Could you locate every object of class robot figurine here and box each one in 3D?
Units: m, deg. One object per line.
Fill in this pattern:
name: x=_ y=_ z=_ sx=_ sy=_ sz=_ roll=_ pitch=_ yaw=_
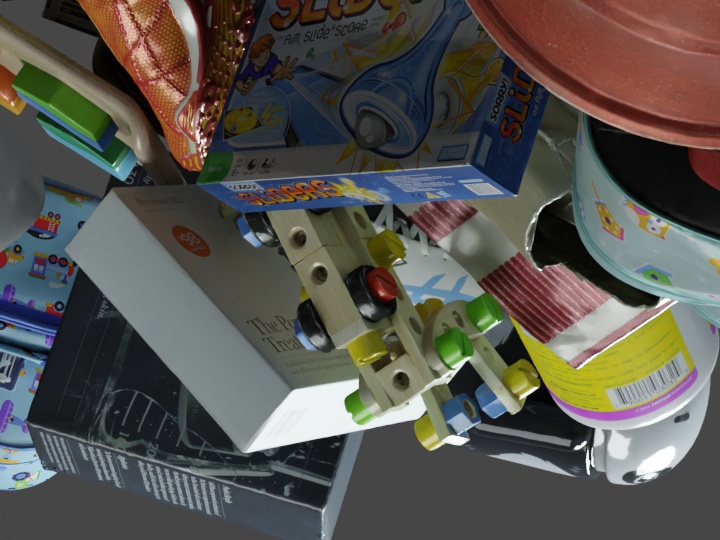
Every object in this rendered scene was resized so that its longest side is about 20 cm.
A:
robot figurine: x=0.119 y=0.065 z=1.879 sx=0.200 sy=0.150 sz=0.125 roll=12 pitch=151 yaw=15

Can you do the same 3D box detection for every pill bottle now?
pill bottle: x=0.122 y=-0.009 z=1.637 sx=0.104 sy=0.104 sz=0.200 roll=7 pitch=145 yaw=32

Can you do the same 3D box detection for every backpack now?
backpack: x=0.193 y=-0.054 z=1.326 sx=0.200 sy=0.176 sz=0.153 roll=21 pitch=160 yaw=2
backpack: x=-0.246 y=0.042 z=2.054 sx=0.182 sy=0.200 sz=0.135 roll=22 pitch=163 yaw=-14

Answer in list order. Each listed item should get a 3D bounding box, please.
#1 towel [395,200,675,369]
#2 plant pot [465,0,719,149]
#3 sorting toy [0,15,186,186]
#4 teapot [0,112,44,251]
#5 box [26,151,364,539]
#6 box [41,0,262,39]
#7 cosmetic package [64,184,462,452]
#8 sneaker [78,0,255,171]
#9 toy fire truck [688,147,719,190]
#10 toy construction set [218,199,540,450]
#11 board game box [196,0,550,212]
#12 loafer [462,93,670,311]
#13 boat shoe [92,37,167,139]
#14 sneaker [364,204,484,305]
towel: x=0.084 y=-0.050 z=1.521 sx=0.200 sy=0.023 sz=0.144 roll=44 pitch=135 yaw=-9
plant pot: x=0.133 y=-0.172 z=0.993 sx=0.200 sy=0.201 sz=0.195 roll=17 pitch=156 yaw=2
sorting toy: x=-0.184 y=-0.106 z=1.635 sx=0.200 sy=0.036 sz=0.185 roll=37 pitch=175 yaw=9
teapot: x=-0.303 y=-0.061 z=1.869 sx=0.200 sy=0.197 sz=0.146 roll=-19 pitch=108 yaw=31
box: x=-0.086 y=0.049 z=1.906 sx=0.196 sy=0.200 sz=0.124 roll=16 pitch=163 yaw=4
box: x=-0.065 y=-0.131 z=1.586 sx=0.200 sy=0.035 sz=0.110 roll=20 pitch=164 yaw=-7
cosmetic package: x=-0.048 y=0.020 z=1.622 sx=0.151 sy=0.052 sz=0.200 roll=45 pitch=-159 yaw=18
sneaker: x=-0.103 y=-0.136 z=1.495 sx=0.077 sy=0.073 sz=0.200 roll=10 pitch=134 yaw=28
toy fire truck: x=0.196 y=-0.086 z=1.189 sx=0.168 sy=0.200 sz=0.112 roll=10 pitch=142 yaw=10
toy construction set: x=0.000 y=0.000 z=1.541 sx=0.200 sy=0.092 sz=0.131 roll=48 pitch=-159 yaw=18
board game box: x=0.015 y=-0.098 z=1.433 sx=0.034 sy=0.136 sz=0.200 roll=32 pitch=158 yaw=-36
loafer: x=0.087 y=-0.045 z=1.460 sx=0.200 sy=0.068 sz=0.076 roll=25 pitch=134 yaw=9
boat shoe: x=-0.057 y=-0.081 z=1.674 sx=0.200 sy=0.073 sz=0.065 roll=23 pitch=164 yaw=-4
sneaker: x=0.011 y=-0.023 z=1.813 sx=0.200 sy=0.072 sz=0.073 roll=14 pitch=145 yaw=-10
